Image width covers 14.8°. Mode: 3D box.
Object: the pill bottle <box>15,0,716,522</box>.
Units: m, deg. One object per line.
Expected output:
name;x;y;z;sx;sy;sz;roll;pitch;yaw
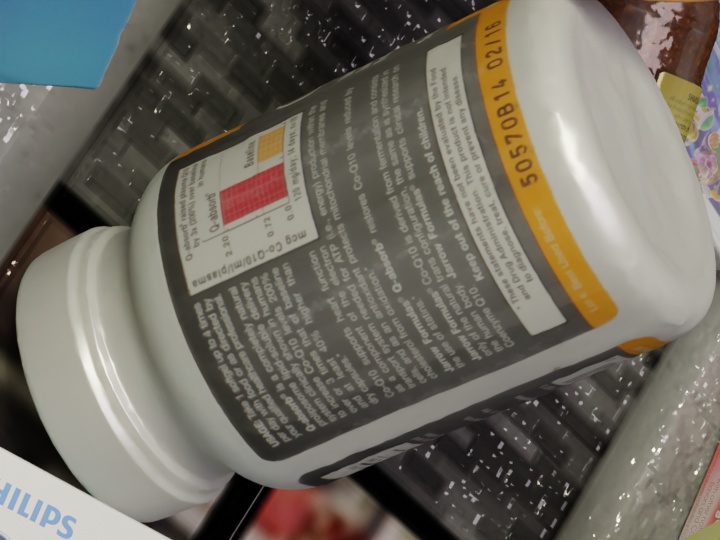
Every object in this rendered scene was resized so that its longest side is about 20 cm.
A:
pill bottle;0.000;0.000;0.860;0.116;0.199;0.117;51;26;-37

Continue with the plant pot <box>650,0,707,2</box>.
plant pot;0.077;-0.187;0.862;0.199;0.140;0.201;-3;99;-16

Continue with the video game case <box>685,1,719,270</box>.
video game case;0.164;-0.119;1.086;0.200;0.018;0.143;-46;116;-24

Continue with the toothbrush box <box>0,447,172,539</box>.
toothbrush box;-0.124;0.165;0.859;0.146;0.085;0.201;33;72;-31

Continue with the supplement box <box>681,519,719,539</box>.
supplement box;0.154;0.207;0.969;0.199;0.134;0.200;-29;113;9

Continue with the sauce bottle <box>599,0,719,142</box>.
sauce bottle;0.093;-0.069;0.993;0.066;0.066;0.201;19;92;-33

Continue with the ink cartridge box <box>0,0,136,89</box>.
ink cartridge box;-0.155;-0.151;0.733;0.199;0.146;0.147;2;60;-21

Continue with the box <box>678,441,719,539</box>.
box;0.220;0.045;1.085;0.102;0.094;0.201;34;73;-30
